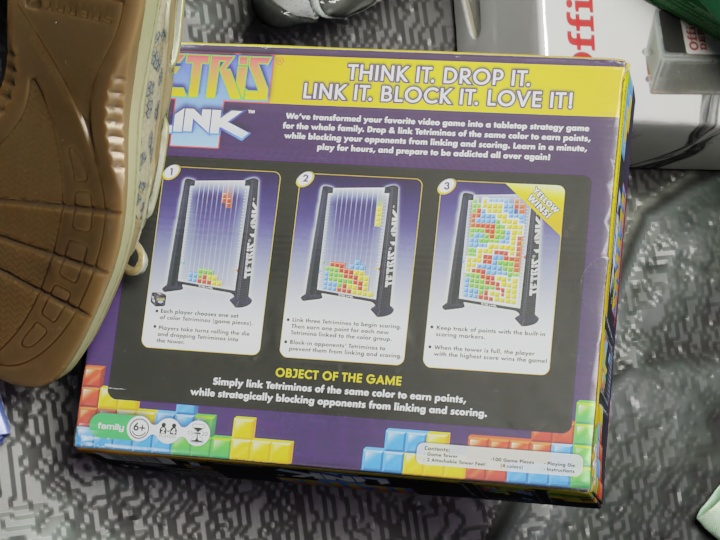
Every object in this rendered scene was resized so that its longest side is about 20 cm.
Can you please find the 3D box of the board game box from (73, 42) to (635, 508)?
[{"bbox_3d":[0.000,0.000,0.770,0.200,0.057,0.165,4,77,13],"label":"board game box"}]

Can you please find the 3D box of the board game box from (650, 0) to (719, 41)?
[{"bbox_3d":[0.163,-0.163,0.826,0.200,0.029,0.135,27,73,-15],"label":"board game box"}]

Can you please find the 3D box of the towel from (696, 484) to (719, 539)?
[{"bbox_3d":[0.266,0.127,0.907,0.200,0.023,0.153,46,71,-7],"label":"towel"}]

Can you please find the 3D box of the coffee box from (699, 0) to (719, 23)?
[{"bbox_3d":[0.216,-0.110,0.799,0.200,0.044,0.123,47,70,-9],"label":"coffee box"}]

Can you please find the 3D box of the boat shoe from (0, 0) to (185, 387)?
[{"bbox_3d":[-0.099,-0.053,0.736,0.073,0.063,0.200,22,108,16],"label":"boat shoe"}]

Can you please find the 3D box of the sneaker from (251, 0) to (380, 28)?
[{"bbox_3d":[-0.032,-0.153,0.782,0.200,0.075,0.116,10,109,-40],"label":"sneaker"}]

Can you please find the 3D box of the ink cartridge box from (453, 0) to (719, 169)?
[{"bbox_3d":[0.148,-0.123,0.875,0.200,0.083,0.147,0,82,-20],"label":"ink cartridge box"}]

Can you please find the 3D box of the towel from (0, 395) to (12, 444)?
[{"bbox_3d":[-0.246,0.032,0.748,0.200,0.024,0.145,-19,85,-23],"label":"towel"}]
